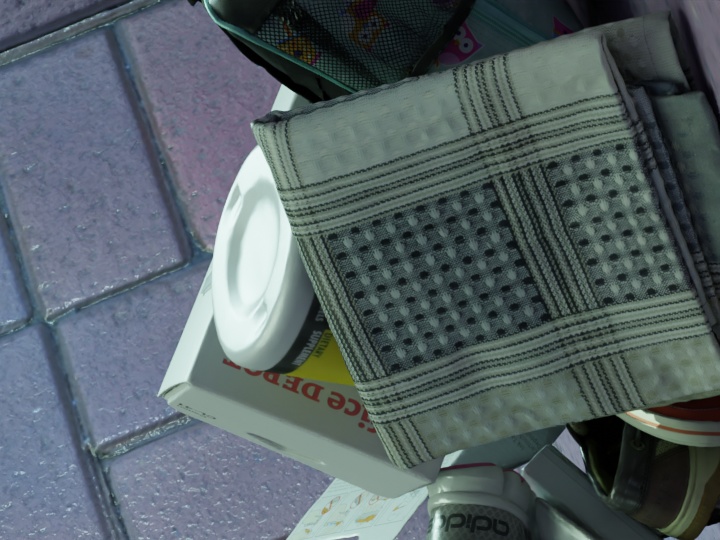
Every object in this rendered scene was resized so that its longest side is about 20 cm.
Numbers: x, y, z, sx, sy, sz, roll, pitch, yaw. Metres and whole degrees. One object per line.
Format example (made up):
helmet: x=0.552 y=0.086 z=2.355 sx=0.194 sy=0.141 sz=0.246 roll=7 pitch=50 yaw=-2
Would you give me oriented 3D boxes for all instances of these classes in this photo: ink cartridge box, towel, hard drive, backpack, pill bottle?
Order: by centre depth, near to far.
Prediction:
towel: x=0.074 y=-0.008 z=1.199 sx=0.035 sy=0.199 sz=0.193 roll=-74 pitch=-34 yaw=-62
backpack: x=0.025 y=-0.143 z=1.308 sx=0.200 sy=0.153 sz=0.176 roll=38 pitch=-170 yaw=-26
pill bottle: x=0.037 y=0.005 z=1.318 sx=0.114 sy=0.199 sz=0.115 roll=-171 pitch=90 yaw=-67
ink cartridge box: x=0.000 y=0.000 z=1.419 sx=0.086 sy=0.147 sz=0.201 roll=142 pitch=149 yaw=-73
hard drive: x=0.175 y=0.182 z=1.459 sx=0.200 sy=0.027 sz=0.132 roll=40 pitch=171 yaw=22
ink cartridge box: x=0.042 y=0.121 z=1.570 sx=0.050 sy=0.200 sz=0.162 roll=45 pitch=153 yaw=-13

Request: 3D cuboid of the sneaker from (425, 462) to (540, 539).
sneaker: x=0.078 y=0.184 z=1.470 sx=0.200 sy=0.073 sz=0.088 roll=59 pitch=-141 yaw=-53

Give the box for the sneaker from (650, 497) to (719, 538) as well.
sneaker: x=0.171 y=0.112 z=1.573 sx=0.200 sy=0.078 sz=0.090 roll=129 pitch=127 yaw=-78

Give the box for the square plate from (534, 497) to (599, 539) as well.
square plate: x=0.184 y=0.222 z=1.428 sx=0.200 sy=0.028 sz=0.198 roll=37 pitch=169 yaw=39

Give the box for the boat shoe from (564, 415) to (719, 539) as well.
boat shoe: x=0.141 y=0.068 z=1.448 sx=0.073 sy=0.065 sz=0.200 roll=-64 pitch=21 yaw=21

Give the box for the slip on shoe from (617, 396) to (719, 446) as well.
slip on shoe: x=0.140 y=0.017 z=1.410 sx=0.200 sy=0.074 sz=0.061 roll=60 pitch=143 yaw=42
